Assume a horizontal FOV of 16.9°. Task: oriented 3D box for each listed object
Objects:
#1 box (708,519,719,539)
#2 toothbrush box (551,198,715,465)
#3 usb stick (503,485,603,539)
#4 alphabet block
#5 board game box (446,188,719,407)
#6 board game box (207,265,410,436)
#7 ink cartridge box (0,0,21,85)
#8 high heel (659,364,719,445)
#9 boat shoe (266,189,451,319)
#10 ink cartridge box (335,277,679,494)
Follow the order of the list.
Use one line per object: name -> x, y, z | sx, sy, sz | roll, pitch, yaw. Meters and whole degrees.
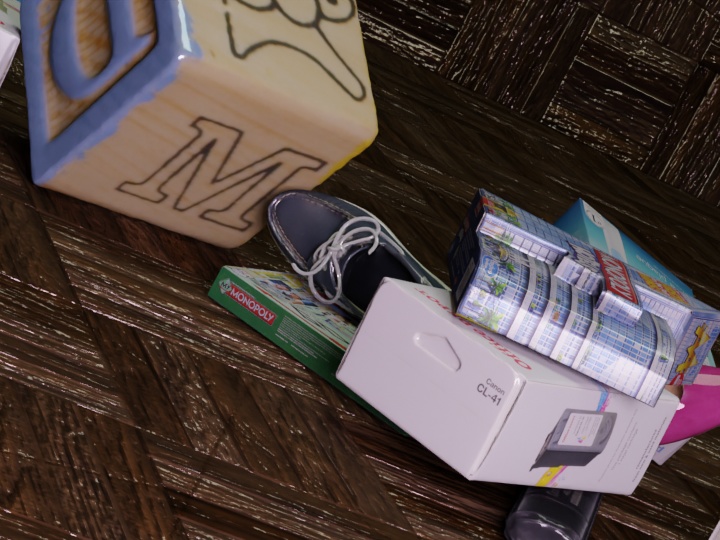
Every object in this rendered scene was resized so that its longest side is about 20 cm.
box -> 0.337, 0.230, 1.746 | 0.200, 0.082, 0.068 | 22, 12, -35
toothbrush box -> 0.221, 0.051, 2.080 | 0.146, 0.085, 0.200 | 38, 22, -20
usb stick -> 0.136, 0.165, 1.676 | 0.055, 0.033, 0.200 | 23, 11, 7
alphabet block -> -0.130, -0.161, 1.909 | 0.200, 0.196, 0.196 | 20, 50, -38
board game box -> 0.164, 0.026, 1.700 | 0.200, 0.062, 0.200 | 24, 11, -5
board game box -> -0.003, 0.061, 1.814 | 0.200, 0.029, 0.135 | 34, 14, 27
ink cartridge box -> -0.359, -0.207, 2.013 | 0.144, 0.085, 0.200 | 26, 13, -13
high heel -> 0.194, 0.085, 1.831 | 0.096, 0.200, 0.067 | 76, 8, -54
boat shoe -> 0.000, 0.000, 1.843 | 0.200, 0.075, 0.062 | 43, 5, 22
ink cartridge box -> 0.103, 0.082, 1.684 | 0.148, 0.086, 0.200 | 35, 16, 37
